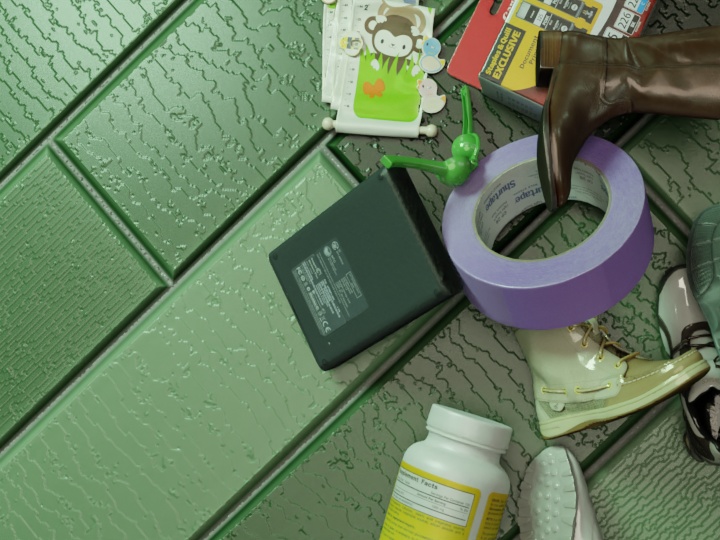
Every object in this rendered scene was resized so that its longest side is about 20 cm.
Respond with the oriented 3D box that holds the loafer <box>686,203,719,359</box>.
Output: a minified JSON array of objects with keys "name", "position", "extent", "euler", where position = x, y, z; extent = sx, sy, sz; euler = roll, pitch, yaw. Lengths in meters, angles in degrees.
[{"name":"loafer","position":[0.361,0.032,1.135],"extent":[0.071,0.063,0.202],"euler":[-17,53,22]}]

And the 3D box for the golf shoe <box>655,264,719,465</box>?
[{"name":"golf shoe","position":[0.342,0.089,1.154],"extent":[0.077,0.094,0.203],"euler":[-13,82,8]}]

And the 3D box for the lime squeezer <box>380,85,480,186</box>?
[{"name":"lime squeezer","position":[0.088,-0.122,1.180],"extent":[0.070,0.200,0.038],"euler":[33,130,9]}]

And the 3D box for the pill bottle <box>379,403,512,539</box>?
[{"name":"pill bottle","position":[0.083,0.241,1.166],"extent":[0.111,0.112,0.203],"euler":[17,87,9]}]

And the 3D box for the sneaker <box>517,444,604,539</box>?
[{"name":"sneaker","position":[0.213,0.276,1.171],"extent":[0.076,0.080,0.203],"euler":[-27,59,46]}]

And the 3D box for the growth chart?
[{"name":"growth chart","position":[0.019,-0.239,1.264],"extent":[0.142,0.018,0.203],"euler":[-4,85,7]}]

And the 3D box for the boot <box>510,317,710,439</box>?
[{"name":"boot","position":[0.230,0.068,1.144],"extent":[0.199,0.071,0.157],"euler":[-29,75,45]}]

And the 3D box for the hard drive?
[{"name":"hard drive","position":[0.000,0.000,1.180],"extent":[0.199,0.033,0.141],"euler":[-34,78,42]}]

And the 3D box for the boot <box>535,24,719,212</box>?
[{"name":"boot","position":[0.267,-0.146,1.114],"extent":[0.197,0.064,0.189],"euler":[2,79,2]}]

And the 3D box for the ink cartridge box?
[{"name":"ink cartridge box","position":[0.202,-0.261,1.207],"extent":[0.174,0.084,0.202],"euler":[26,90,9]}]

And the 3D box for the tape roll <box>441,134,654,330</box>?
[{"name":"tape roll","position":[0.182,-0.041,1.146],"extent":[0.197,0.066,0.202],"euler":[-13,47,14]}]
